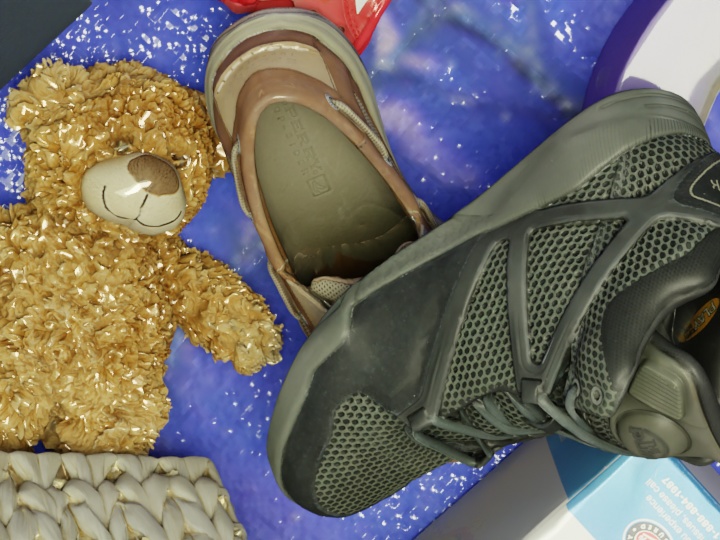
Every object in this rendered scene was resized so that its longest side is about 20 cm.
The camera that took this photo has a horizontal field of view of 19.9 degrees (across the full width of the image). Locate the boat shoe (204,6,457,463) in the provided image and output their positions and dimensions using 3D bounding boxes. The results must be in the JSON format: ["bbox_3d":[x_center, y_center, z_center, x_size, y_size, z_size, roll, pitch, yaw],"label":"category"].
[{"bbox_3d":[0.000,0.000,0.763,0.076,0.072,0.200,-28,117,9],"label":"boat shoe"}]

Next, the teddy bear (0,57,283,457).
[{"bbox_3d":[-0.107,0.021,0.787,0.145,0.067,0.200,34,98,-7],"label":"teddy bear"}]

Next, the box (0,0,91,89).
[{"bbox_3d":[-0.213,-0.120,0.662,0.148,0.107,0.200,-43,76,-4],"label":"box"}]

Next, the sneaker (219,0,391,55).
[{"bbox_3d":[-0.060,-0.112,0.762,0.200,0.078,0.116,-27,97,5],"label":"sneaker"}]

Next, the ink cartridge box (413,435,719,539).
[{"bbox_3d":[0.069,0.156,0.778,0.200,0.125,0.129,-41,96,7],"label":"ink cartridge box"}]

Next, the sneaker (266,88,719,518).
[{"bbox_3d":[0.053,0.039,0.692,0.199,0.114,0.076,-38,138,17],"label":"sneaker"}]

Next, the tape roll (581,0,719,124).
[{"bbox_3d":[0.184,-0.038,0.769,0.199,0.085,0.201,0,98,1],"label":"tape roll"}]

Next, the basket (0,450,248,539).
[{"bbox_3d":[-0.092,0.163,0.720,0.123,0.200,0.136,-3,120,-19],"label":"basket"}]
